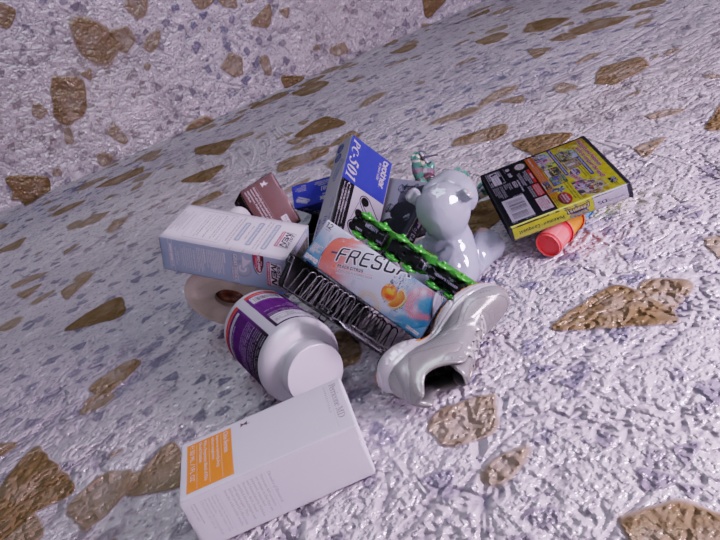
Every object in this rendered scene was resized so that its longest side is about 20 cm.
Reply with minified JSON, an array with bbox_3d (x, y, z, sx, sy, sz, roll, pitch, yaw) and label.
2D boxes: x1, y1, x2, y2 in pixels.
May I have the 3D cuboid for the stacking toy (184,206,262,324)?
[{"bbox_3d":[-0.204,-0.026,1.178,0.144,0.147,0.202,-12,51,18],"label":"stacking toy"}]

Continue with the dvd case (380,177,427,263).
[{"bbox_3d":[0.044,-0.087,1.214,0.152,0.025,0.199,-61,28,-5],"label":"dvd case"}]

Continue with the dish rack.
[{"bbox_3d":[-0.019,0.056,0.940,0.055,0.153,0.199,-57,30,-3],"label":"dish rack"}]

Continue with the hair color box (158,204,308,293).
[{"bbox_3d":[-0.184,-0.035,1.059,0.197,0.061,0.099,10,36,13],"label":"hair color box"}]

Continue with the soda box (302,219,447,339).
[{"bbox_3d":[0.021,0.015,0.947,0.199,0.068,0.064,34,88,20],"label":"soda box"}]

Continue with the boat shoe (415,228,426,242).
[{"bbox_3d":[0.074,-0.108,1.288,0.071,0.068,0.200,-27,24,-9],"label":"boat shoe"}]

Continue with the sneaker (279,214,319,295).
[{"bbox_3d":[-0.125,-0.024,1.261,0.069,0.079,0.200,3,34,41],"label":"sneaker"}]

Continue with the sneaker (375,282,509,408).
[{"bbox_3d":[0.118,0.096,0.856,0.199,0.076,0.092,-38,36,-16],"label":"sneaker"}]

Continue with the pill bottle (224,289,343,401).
[{"bbox_3d":[-0.101,0.103,0.949,0.112,0.114,0.199,-30,27,-19],"label":"pill bottle"}]

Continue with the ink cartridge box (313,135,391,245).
[{"bbox_3d":[-0.011,-0.115,1.188,0.044,0.093,0.203,-25,43,47],"label":"ink cartridge box"}]

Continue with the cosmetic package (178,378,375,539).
[{"bbox_3d":[-0.094,0.207,0.784,0.197,0.072,0.102,-23,25,-4],"label":"cosmetic package"}]

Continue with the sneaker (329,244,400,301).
[{"bbox_3d":[0.000,0.000,1.087,0.076,0.081,0.199,-40,15,-26],"label":"sneaker"}]

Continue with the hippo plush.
[{"bbox_3d":[0.110,-0.054,1.037,0.157,0.163,0.200,-6,29,29],"label":"hippo plush"}]

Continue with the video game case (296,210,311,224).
[{"bbox_3d":[-0.178,-0.066,1.455,0.179,0.022,0.201,-9,29,24],"label":"video game case"}]

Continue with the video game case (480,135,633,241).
[{"bbox_3d":[0.287,-0.129,1.081,0.178,0.026,0.201,-21,29,8],"label":"video game case"}]

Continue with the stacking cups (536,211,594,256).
[{"bbox_3d":[0.322,-0.089,1.079,0.060,0.061,0.200,5,40,43],"label":"stacking cups"}]

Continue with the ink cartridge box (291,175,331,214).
[{"bbox_3d":[-0.043,-0.130,1.328,0.093,0.045,0.200,-11,-8,20],"label":"ink cartridge box"}]

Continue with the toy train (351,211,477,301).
[{"bbox_3d":[0.070,-0.019,0.959,0.199,0.042,0.056,35,14,25],"label":"toy train"}]

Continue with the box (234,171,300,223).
[{"bbox_3d":[-0.175,-0.110,1.322,0.074,0.101,0.200,-33,6,-12],"label":"box"}]

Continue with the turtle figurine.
[{"bbox_3d":[0.144,-0.148,1.257,0.102,0.148,0.200,-59,3,17],"label":"turtle figurine"}]
